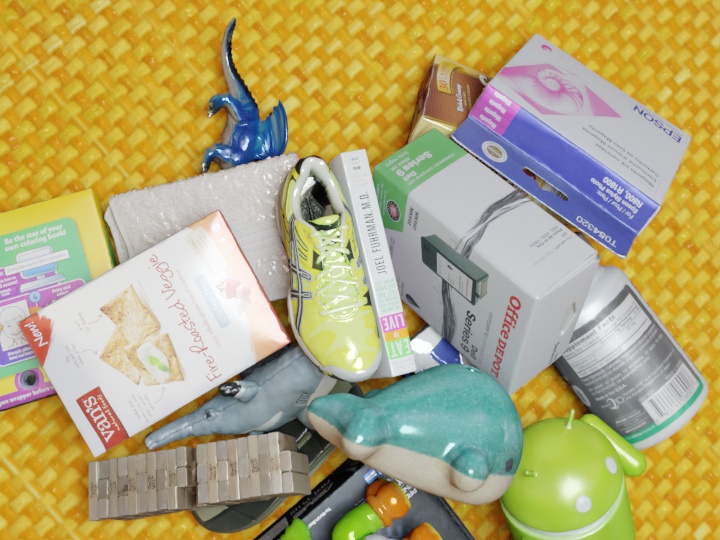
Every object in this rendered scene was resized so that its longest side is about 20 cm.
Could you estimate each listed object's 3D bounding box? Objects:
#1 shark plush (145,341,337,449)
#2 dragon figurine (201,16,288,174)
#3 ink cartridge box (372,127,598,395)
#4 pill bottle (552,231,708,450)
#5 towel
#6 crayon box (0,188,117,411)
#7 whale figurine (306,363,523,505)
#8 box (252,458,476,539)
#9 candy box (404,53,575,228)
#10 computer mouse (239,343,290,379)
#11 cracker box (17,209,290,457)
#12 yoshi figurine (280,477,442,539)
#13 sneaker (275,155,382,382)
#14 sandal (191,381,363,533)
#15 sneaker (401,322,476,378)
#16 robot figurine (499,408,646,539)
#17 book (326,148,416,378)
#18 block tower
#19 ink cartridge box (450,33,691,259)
[{"bbox_3d":[-0.104,0.107,0.820,0.197,0.083,0.092,-12,67,8],"label":"shark plush"},{"bbox_3d":[-0.103,-0.137,0.888,0.098,0.059,0.203,6,88,-10],"label":"dragon figurine"},{"bbox_3d":[0.102,-0.008,0.819,0.084,0.147,0.200,-32,57,-27],"label":"ink cartridge box"},{"bbox_3d":[0.242,0.069,0.896,0.113,0.113,0.201,-38,91,-10],"label":"pill bottle"},{"bbox_3d":[-0.137,-0.027,0.851,0.197,0.034,0.135,-13,99,7],"label":"towel"},{"bbox_3d":[-0.322,0.036,0.841,0.197,0.058,0.175,-16,86,-10],"label":"crayon box"},{"bbox_3d":[0.053,0.124,0.753,0.198,0.158,0.105,19,94,-38],"label":"whale figurine"},{"bbox_3d":[0.001,0.282,0.853,0.199,0.086,0.165,-38,92,-10],"label":"box"},{"bbox_3d":[0.148,-0.130,0.901,0.197,0.057,0.118,20,45,-6],"label":"candy box"},{"bbox_3d":[-0.110,0.039,0.890,0.058,0.034,0.203,-22,83,6],"label":"computer mouse"},{"bbox_3d":[-0.179,0.053,0.798,0.198,0.058,0.135,-30,96,-7],"label":"cracker box"},{"bbox_3d":[-0.028,0.279,0.772,0.199,0.112,0.113,-39,132,-24],"label":"yoshi figurine"},{"bbox_3d":[-0.032,-0.003,0.760,0.074,0.077,0.202,-15,70,-13],"label":"sneaker"},{"bbox_3d":[-0.074,0.181,0.861,0.200,0.057,0.080,-36,66,-3],"label":"sandal"},{"bbox_3d":[0.084,0.115,0.891,0.113,0.081,0.203,6,77,-4],"label":"sneaker"},{"bbox_3d":[0.192,0.220,0.838,0.176,0.115,0.202,-47,134,-28],"label":"robot figurine"},{"bbox_3d":[0.000,0.000,0.853,0.047,0.133,0.203,-12,86,-17],"label":"book"},{"bbox_3d":[-0.147,0.189,0.817,0.197,0.058,0.055,-10,71,12],"label":"block tower"},{"bbox_3d":[0.209,-0.129,0.862,0.195,0.044,0.200,36,43,5],"label":"ink cartridge box"}]
